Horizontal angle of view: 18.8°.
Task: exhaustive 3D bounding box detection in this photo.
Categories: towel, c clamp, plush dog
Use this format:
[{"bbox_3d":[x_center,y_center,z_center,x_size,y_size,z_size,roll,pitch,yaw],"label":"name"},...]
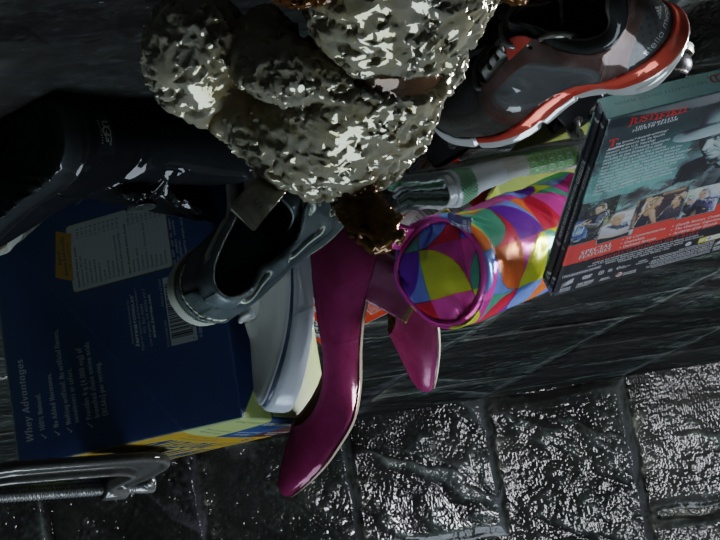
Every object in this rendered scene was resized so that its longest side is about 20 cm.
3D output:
[{"bbox_3d":[0.130,-0.072,1.525,0.199,0.031,0.149,-13,-175,-16],"label":"towel"},{"bbox_3d":[-0.231,0.163,1.632,0.199,0.027,0.171,1,164,-36],"label":"c clamp"},{"bbox_3d":[0.004,-0.120,1.160,0.199,0.161,0.172,-7,143,-31],"label":"plush dog"}]

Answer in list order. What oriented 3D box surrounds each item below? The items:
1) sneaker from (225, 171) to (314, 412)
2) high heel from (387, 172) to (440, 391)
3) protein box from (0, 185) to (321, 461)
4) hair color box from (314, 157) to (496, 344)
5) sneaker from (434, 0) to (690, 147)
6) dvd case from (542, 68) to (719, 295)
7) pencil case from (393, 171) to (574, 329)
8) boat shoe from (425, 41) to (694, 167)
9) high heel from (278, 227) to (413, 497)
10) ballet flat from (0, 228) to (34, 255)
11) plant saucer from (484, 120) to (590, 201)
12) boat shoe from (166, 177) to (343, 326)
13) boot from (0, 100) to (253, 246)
[{"bbox_3d":[-0.075,0.001,1.547,0.070,0.201,0.073,4,167,-19],"label":"sneaker"},{"bbox_3d":[0.000,0.000,1.617,0.095,0.201,0.067,-14,-168,-9],"label":"high heel"},{"bbox_3d":[-0.155,0.038,1.657,0.199,0.200,0.135,-15,169,26],"label":"protein box"},{"bbox_3d":[0.016,-0.017,1.769,0.111,0.064,0.200,-55,-169,-27],"label":"hair color box"},{"bbox_3d":[0.107,-0.141,1.363,0.199,0.077,0.082,-20,140,39],"label":"sneaker"},{"bbox_3d":[0.209,-0.062,1.490,0.145,0.022,0.200,-15,149,-17],"label":"dvd case"},{"bbox_3d":[0.103,-0.019,1.577,0.088,0.089,0.200,-17,179,36],"label":"pencil case"},{"bbox_3d":[0.134,-0.114,1.490,0.199,0.063,0.073,-11,170,1],"label":"boat shoe"},{"bbox_3d":[-0.036,0.062,1.582,0.096,0.201,0.067,27,-176,-9],"label":"high heel"},{"bbox_3d":[-0.295,-0.025,1.550,0.067,0.064,0.200,-17,168,34],"label":"ballet flat"},{"bbox_3d":[0.185,-0.083,1.692,0.199,0.031,0.200,-15,153,-8],"label":"plant saucer"},{"bbox_3d":[-0.048,-0.039,1.487,0.200,0.073,0.062,-45,-170,-25],"label":"boat shoe"},{"bbox_3d":[-0.186,-0.052,1.463,0.168,0.077,0.200,5,156,-44],"label":"boot"}]
